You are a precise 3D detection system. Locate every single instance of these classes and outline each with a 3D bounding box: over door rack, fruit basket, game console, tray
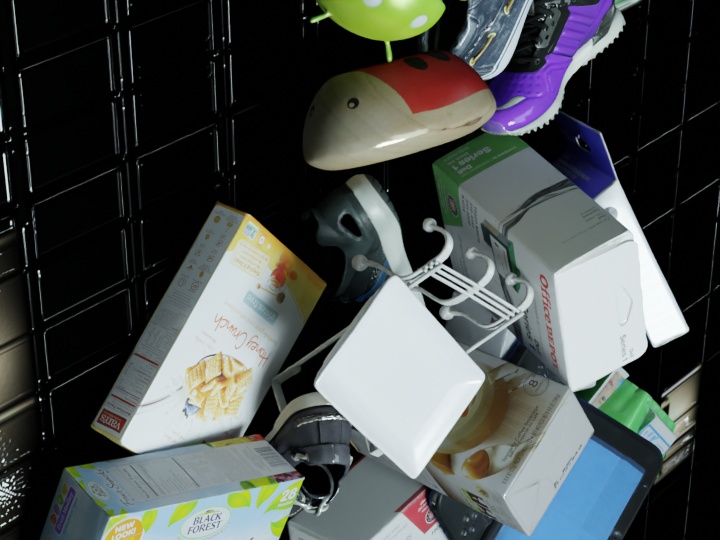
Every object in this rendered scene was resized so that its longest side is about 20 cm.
[{"bbox_3d":[0.030,0.051,1.508,0.200,0.067,0.148,-45,141,13],"label":"over door rack"},{"bbox_3d":[0.253,0.216,1.968,0.201,0.094,0.185,-58,144,-8],"label":"fruit basket"},{"bbox_3d":[0.176,0.190,1.691,0.200,0.118,0.171,-57,145,-23],"label":"game console"},{"bbox_3d":[0.029,0.084,1.452,0.108,0.022,0.200,-53,144,-8],"label":"tray"}]

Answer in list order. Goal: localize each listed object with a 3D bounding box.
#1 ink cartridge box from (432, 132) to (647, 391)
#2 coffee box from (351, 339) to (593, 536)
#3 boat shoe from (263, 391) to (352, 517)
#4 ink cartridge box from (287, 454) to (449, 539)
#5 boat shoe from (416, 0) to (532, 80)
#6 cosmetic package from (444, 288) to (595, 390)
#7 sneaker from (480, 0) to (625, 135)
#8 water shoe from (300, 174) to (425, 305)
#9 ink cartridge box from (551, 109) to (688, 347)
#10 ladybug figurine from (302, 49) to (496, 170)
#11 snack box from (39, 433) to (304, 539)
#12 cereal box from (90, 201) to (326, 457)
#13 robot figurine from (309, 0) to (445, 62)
[{"bbox_3d":[0.157,-0.012,1.605,0.084,0.200,0.147,-27,132,-15],"label":"ink cartridge box"},{"bbox_3d":[0.086,0.132,1.601,0.115,0.199,0.080,-56,142,-17],"label":"coffee box"},{"bbox_3d":[-0.050,0.168,1.490,0.072,0.063,0.200,-1,150,-18],"label":"boat shoe"},{"bbox_3d":[0.017,0.282,1.691,0.144,0.083,0.201,-37,136,-37],"label":"ink cartridge box"},{"bbox_3d":[0.111,-0.258,1.534,0.091,0.071,0.201,-1,111,-57],"label":"boat shoe"},{"bbox_3d":[0.162,0.068,1.781,0.200,0.071,0.102,-6,114,-52],"label":"cosmetic package"},{"bbox_3d":[0.158,-0.209,1.638,0.200,0.069,0.100,-51,135,-30],"label":"sneaker"},{"bbox_3d":[0.000,0.000,1.550,0.079,0.072,0.200,-27,136,-7],"label":"water shoe"},{"bbox_3d":[0.219,-0.044,1.677,0.043,0.198,0.201,-25,103,-1],"label":"ink cartridge box"},{"bbox_3d":[0.029,-0.131,1.456,0.200,0.135,0.072,-23,102,-53],"label":"ladybug figurine"},{"bbox_3d":[-0.157,0.221,1.402,0.199,0.068,0.169,-5,126,-49],"label":"snack box"},{"bbox_3d":[-0.115,0.064,1.433,0.201,0.039,0.144,-62,148,-9],"label":"cereal box"},{"bbox_3d":[0.031,-0.265,1.385,0.175,0.116,0.201,22,92,-28],"label":"robot figurine"}]
